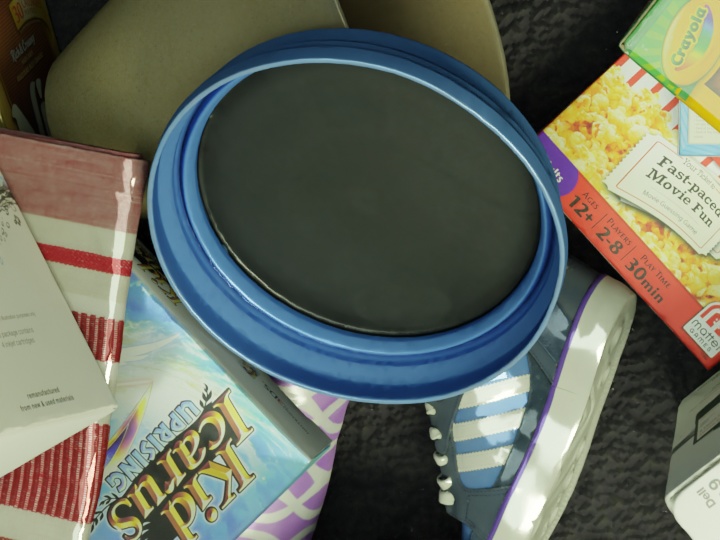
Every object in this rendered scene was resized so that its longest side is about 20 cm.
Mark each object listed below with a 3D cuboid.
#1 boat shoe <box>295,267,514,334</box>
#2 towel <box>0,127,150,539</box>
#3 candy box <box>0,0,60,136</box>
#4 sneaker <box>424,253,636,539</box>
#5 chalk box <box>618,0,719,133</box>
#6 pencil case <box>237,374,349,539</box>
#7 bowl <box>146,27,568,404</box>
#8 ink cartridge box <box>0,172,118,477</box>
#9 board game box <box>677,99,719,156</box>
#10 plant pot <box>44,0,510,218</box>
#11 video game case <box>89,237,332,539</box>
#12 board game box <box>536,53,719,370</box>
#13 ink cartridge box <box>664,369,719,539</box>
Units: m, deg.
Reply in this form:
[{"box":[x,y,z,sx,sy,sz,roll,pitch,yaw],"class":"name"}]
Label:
[{"box":[0.000,0.000,1.184,0.199,0.072,0.066,-7,95,20],"class":"boat shoe"},{"box":[-0.181,0.031,1.139,0.143,0.023,0.201,11,96,18],"class":"towel"},{"box":[-0.183,-0.048,1.243,0.056,0.117,0.201,-15,98,13],"class":"candy box"},{"box":[0.050,0.065,1.248,0.146,0.081,0.201,25,109,16],"class":"sneaker"},{"box":[0.199,-0.118,1.072,0.200,0.124,0.125,38,103,2],"class":"chalk box"},{"box":[-0.066,0.126,1.272,0.085,0.084,0.201,23,104,29],"class":"pencil case"},{"box":[0.000,-0.025,1.095,0.199,0.039,0.202,9,130,10],"class":"bowl"},{"box":[-0.239,0.015,1.069,0.147,0.145,0.201,-31,83,18],"class":"ink cartridge box"},{"box":[0.255,-0.122,1.143,0.199,0.034,0.135,2,100,9],"class":"board game box"},{"box":[-0.056,-0.104,1.191,0.199,0.187,0.188,-20,96,25],"class":"plant pot"},{"box":[-0.146,0.091,1.175,0.181,0.045,0.200,46,106,2],"class":"video game case"},{"box":[0.202,-0.073,1.203,0.200,0.046,0.152,-44,90,14],"class":"board game box"},{"box":[0.227,0.120,1.154,0.084,0.200,0.146,-39,92,14],"class":"ink cartridge box"}]
